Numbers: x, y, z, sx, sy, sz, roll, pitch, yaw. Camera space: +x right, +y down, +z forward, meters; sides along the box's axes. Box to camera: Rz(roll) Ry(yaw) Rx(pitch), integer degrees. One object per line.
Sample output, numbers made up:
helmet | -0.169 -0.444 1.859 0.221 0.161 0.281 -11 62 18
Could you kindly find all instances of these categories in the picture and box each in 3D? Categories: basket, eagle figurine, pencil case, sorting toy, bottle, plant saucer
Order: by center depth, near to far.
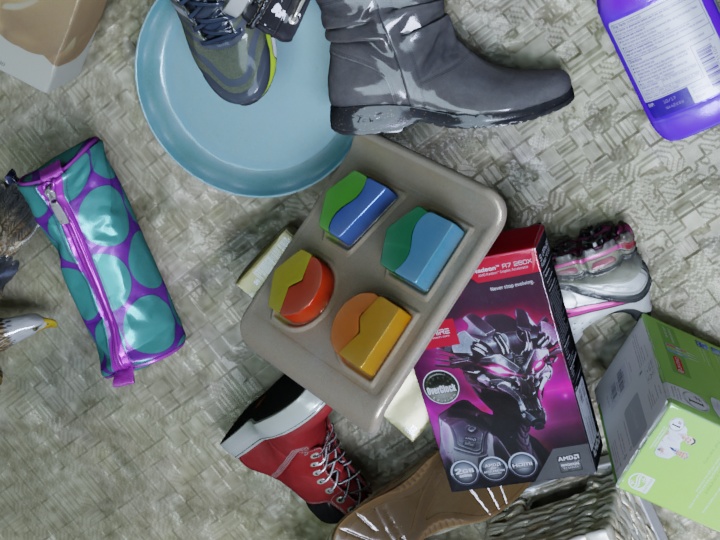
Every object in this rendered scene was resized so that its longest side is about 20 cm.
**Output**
bottle | 0.221 -0.200 1.091 0.083 0.065 0.200 -24 103 23
sorting toy | 0.000 0.000 1.111 0.036 0.185 0.200 29 91 -44
plant saucer | -0.087 -0.159 1.197 0.199 0.027 0.201 4 110 11
basket | 0.199 0.281 1.242 0.135 0.123 0.201 -22 105 20
pencil case | -0.222 -0.008 1.248 0.085 0.092 0.201 -17 106 18
eagle figurine | -0.339 0.039 1.273 0.151 0.151 0.201 27 131 33

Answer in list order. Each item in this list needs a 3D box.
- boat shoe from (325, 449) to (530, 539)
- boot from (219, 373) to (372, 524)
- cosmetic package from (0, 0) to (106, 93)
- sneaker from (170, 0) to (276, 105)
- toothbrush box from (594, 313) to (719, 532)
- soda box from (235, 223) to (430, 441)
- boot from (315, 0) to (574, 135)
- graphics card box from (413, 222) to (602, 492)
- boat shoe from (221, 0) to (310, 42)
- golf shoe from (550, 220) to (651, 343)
boat shoe | 0.058 0.193 1.249 0.199 0.063 0.074 -23 90 -17
boot | -0.026 0.154 1.239 0.144 0.072 0.200 39 152 -4
cosmetic package | -0.250 -0.258 1.173 0.105 0.071 0.201 26 113 3
sneaker | -0.127 -0.219 1.125 0.074 0.081 0.201 -20 101 19
toothbrush box | 0.295 0.136 1.137 0.199 0.146 0.086 23 114 -9
soda box | -0.009 0.050 1.227 0.200 0.068 0.064 43 94 -4
boot | 0.065 -0.178 1.123 0.199 0.070 0.132 -5 105 -1
graphics card box | 0.107 0.072 1.147 0.125 0.051 0.201 -10 110 19
boat shoe | -0.034 -0.267 1.096 0.060 0.074 0.201 29 78 -16
golf shoe | 0.140 0.033 1.192 0.199 0.073 0.092 -18 106 18
